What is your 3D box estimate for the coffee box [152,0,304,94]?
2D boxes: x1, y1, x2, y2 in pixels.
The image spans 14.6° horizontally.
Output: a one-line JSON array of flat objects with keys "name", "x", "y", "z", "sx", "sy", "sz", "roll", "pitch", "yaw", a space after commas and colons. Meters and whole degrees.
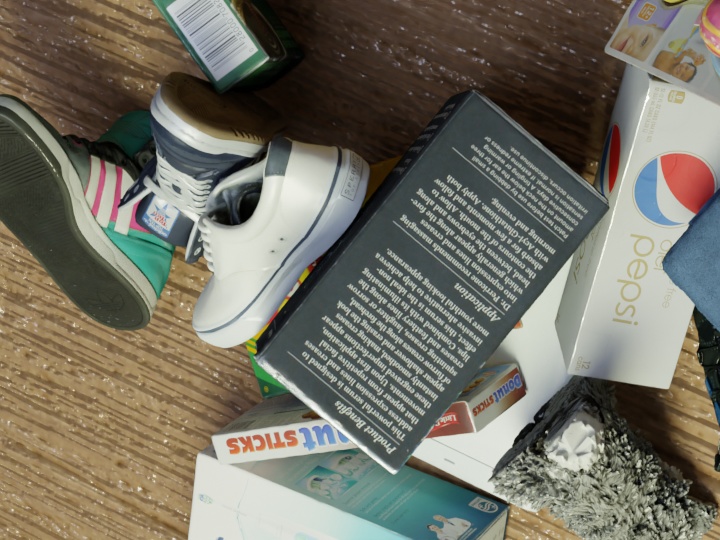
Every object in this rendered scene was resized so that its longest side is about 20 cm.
[{"name": "coffee box", "x": -0.117, "y": -0.202, "z": 1.745, "sx": 0.044, "sy": 0.123, "sz": 0.201, "roll": -36, "pitch": 87, "yaw": 10}]

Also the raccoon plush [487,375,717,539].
[{"name": "raccoon plush", "x": 0.153, "y": 0.144, "z": 1.689, "sx": 0.134, "sy": 0.200, "sz": 0.097, "roll": 42, "pitch": 100, "yaw": -2}]

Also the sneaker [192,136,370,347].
[{"name": "sneaker", "x": -0.065, "y": -0.024, "z": 1.690, "sx": 0.070, "sy": 0.073, "sz": 0.200, "roll": 25, "pitch": 140, "yaw": -14}]

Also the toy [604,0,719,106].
[{"name": "toy", "x": 0.215, "y": -0.148, "z": 1.536, "sx": 0.116, "sy": 0.047, "sz": 0.200, "roll": -57, "pitch": 37, "yaw": -1}]

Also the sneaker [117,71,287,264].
[{"name": "sneaker", "x": -0.108, "y": -0.061, "z": 1.728, "sx": 0.070, "sy": 0.200, "sz": 0.109, "roll": 38, "pitch": 99, "yaw": 5}]

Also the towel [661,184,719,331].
[{"name": "towel", "x": 0.266, "y": -0.033, "z": 1.548, "sx": 0.112, "sy": 0.048, "sz": 0.200, "roll": 50, "pitch": 125, "yaw": 7}]

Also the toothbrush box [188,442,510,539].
[{"name": "toothbrush box", "x": -0.014, "y": 0.201, "z": 1.867, "sx": 0.199, "sy": 0.085, "sz": 0.147, "roll": 19, "pitch": 118, "yaw": 23}]

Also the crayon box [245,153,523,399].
[{"name": "crayon box", "x": 0.000, "y": 0.000, "z": 1.775, "sx": 0.199, "sy": 0.051, "sz": 0.128, "roll": -16, "pitch": 93, "yaw": 43}]

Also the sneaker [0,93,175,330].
[{"name": "sneaker", "x": -0.175, "y": -0.069, "z": 1.834, "sx": 0.083, "sy": 0.121, "sz": 0.200, "roll": -4, "pitch": 136, "yaw": 31}]

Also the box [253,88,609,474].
[{"name": "box", "x": 0.038, "y": 0.004, "z": 1.639, "sx": 0.107, "sy": 0.148, "sz": 0.200, "roll": 39, "pitch": 91, "yaw": -3}]

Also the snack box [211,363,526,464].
[{"name": "snack box", "x": 0.004, "y": 0.092, "z": 1.790, "sx": 0.199, "sy": 0.072, "sz": 0.024, "roll": -10, "pitch": 102, "yaw": 34}]

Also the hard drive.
[{"name": "hard drive", "x": 0.082, "y": 0.041, "z": 1.783, "sx": 0.131, "sy": 0.027, "sz": 0.201, "roll": 25, "pitch": 120, "yaw": 21}]

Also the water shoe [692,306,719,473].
[{"name": "water shoe", "x": 0.244, "y": 0.090, "z": 1.674, "sx": 0.071, "sy": 0.079, "sz": 0.201, "roll": -18, "pitch": 99, "yaw": 34}]

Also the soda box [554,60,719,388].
[{"name": "soda box", "x": 0.173, "y": -0.033, "z": 1.662, "sx": 0.068, "sy": 0.064, "sz": 0.201, "roll": 8, "pitch": 118, "yaw": -9}]
